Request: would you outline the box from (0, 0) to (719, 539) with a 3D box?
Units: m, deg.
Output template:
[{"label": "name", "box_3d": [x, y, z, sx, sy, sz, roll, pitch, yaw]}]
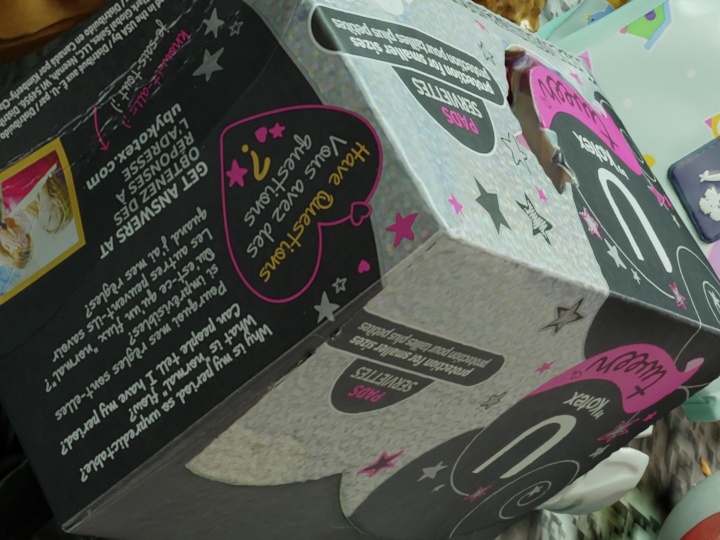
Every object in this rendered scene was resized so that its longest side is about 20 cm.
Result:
[{"label": "box", "box_3d": [0.000, 0.000, 0.736, 0.200, 0.132, 0.115, 17, 40, -60]}]

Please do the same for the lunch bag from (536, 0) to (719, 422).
[{"label": "lunch bag", "box_3d": [0.155, -0.051, 1.098, 0.200, 0.122, 0.171, -36, 102, -44]}]

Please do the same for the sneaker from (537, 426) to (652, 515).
[{"label": "sneaker", "box_3d": [0.044, -0.009, 0.982, 0.081, 0.075, 0.201, -3, 73, -42]}]

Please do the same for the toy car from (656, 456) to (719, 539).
[{"label": "toy car", "box_3d": [0.168, 0.142, 1.005, 0.177, 0.184, 0.200, 55, 10, -14]}]

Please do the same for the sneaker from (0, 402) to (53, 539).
[{"label": "sneaker", "box_3d": [-0.108, 0.047, 0.725, 0.060, 0.104, 0.200, 35, 43, 0]}]

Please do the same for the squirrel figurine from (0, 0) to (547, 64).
[{"label": "squirrel figurine", "box_3d": [-0.050, -0.102, 0.816, 0.186, 0.141, 0.201, -34, 98, -15]}]

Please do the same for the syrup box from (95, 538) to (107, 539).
[{"label": "syrup box", "box_3d": [-0.050, 0.160, 0.761, 0.079, 0.081, 0.201, 42, 42, -27]}]
